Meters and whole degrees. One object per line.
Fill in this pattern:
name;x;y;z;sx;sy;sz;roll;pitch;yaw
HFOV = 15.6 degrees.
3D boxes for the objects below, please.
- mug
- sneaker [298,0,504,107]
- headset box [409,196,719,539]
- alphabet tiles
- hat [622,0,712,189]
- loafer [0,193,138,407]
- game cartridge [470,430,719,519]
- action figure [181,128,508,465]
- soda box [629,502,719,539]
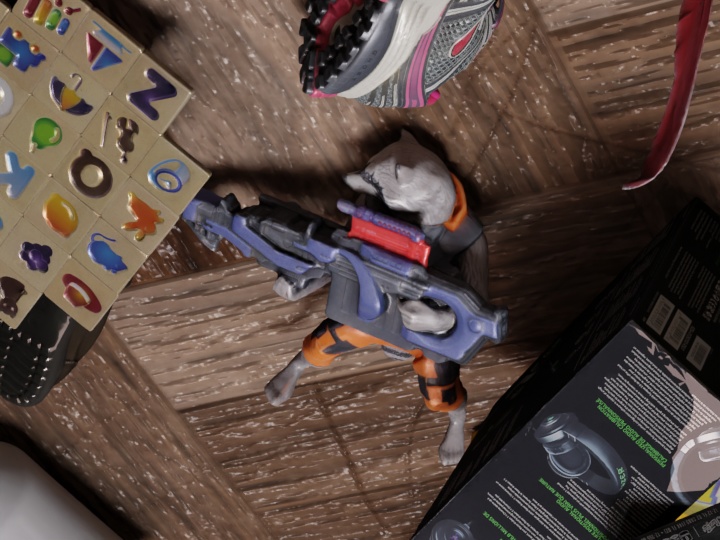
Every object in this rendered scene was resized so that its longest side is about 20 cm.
mug;-0.241;0.193;1.651;0.186;0.150;0.153;-20;125;20
sneaker;0.045;-0.146;1.262;0.074;0.081;0.200;12;150;-28
headset box;0.130;0.085;1.391;0.093;0.174;0.200;42;118;-1
alphabet tiles;-0.174;-0.061;1.383;0.166;0.006;0.200;39;126;-3
hat;0.188;-0.169;1.125;0.165;0.176;0.200;-2;139;12
loafer;-0.158;-0.015;1.457;0.073;0.071;0.200;39;126;10
game cartridge;0.185;0.101;1.556;0.176;0.033;0.200;27;135;-21
action figure;0.000;0.000;1.446;0.200;0.105;0.194;28;134;14
soda box;0.219;0.143;1.319;0.199;0.063;0.071;-20;152;-14
